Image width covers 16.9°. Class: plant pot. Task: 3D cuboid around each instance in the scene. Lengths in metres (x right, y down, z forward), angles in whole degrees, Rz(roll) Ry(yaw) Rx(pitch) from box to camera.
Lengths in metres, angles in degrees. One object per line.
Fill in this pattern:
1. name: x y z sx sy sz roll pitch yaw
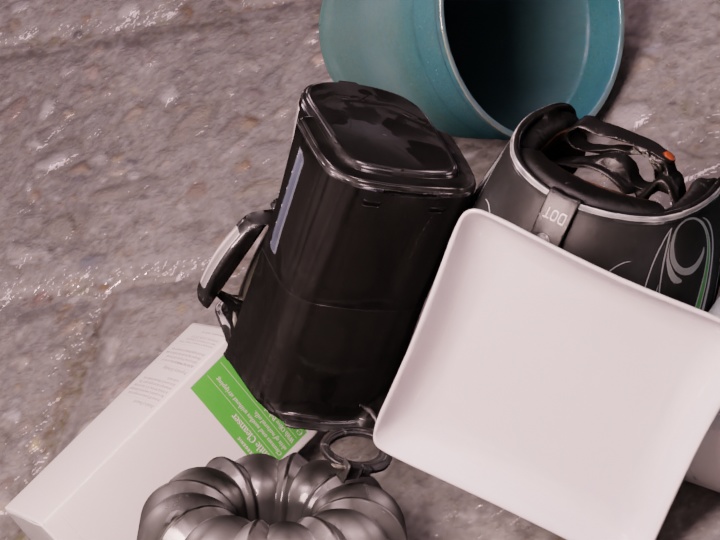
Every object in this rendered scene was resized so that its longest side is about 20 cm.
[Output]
1. plant pot: 0.074 -0.194 1.920 0.188 0.200 0.200 -3 45 49

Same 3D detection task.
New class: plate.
1. plate: 0.128 0.073 1.555 0.199 0.200 0.032 25 32 6

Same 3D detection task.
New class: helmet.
1. helmet: 0.152 0.004 1.648 0.199 0.191 0.200 9 32 -6

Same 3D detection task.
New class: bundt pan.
1. bundt pan: -0.058 0.180 1.614 0.201 0.076 0.202 2 19 -1

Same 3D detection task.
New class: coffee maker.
1. coffee maker: 0.000 0.000 1.643 0.134 0.200 0.192 -14 46 -43

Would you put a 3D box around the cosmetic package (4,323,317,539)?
1. cosmetic package: -0.143 0.144 1.740 0.200 0.108 0.085 -47 22 -18

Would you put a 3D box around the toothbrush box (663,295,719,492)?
1. toothbrush box: 0.304 0.060 1.592 0.146 0.085 0.200 18 61 42
